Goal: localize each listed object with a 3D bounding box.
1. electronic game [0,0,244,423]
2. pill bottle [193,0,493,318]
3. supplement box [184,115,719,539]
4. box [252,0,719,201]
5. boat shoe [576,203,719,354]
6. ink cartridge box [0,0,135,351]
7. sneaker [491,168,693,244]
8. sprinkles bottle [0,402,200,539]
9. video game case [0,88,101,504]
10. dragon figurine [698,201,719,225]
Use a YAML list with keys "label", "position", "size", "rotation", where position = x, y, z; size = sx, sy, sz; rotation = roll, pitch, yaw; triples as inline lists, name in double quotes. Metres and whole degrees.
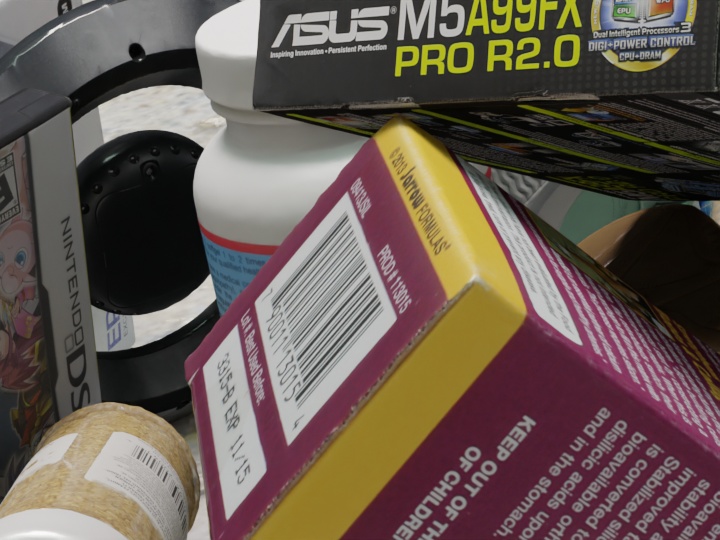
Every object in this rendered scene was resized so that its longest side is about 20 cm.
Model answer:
- label: "electronic game"
  position: [-0.090, -0.020, 0.866]
  size: [0.200, 0.200, 0.042]
  rotation: [-23, 36, -25]
- label: "pill bottle"
  position: [0.000, 0.000, 0.775]
  size: [0.109, 0.200, 0.109]
  rotation: [-10, 23, 4]
- label: "supplement box"
  position: [0.061, 0.068, 0.570]
  size: [0.103, 0.200, 0.131]
  rotation: [-50, 18, 11]
- label: "box"
  position: [0.092, -0.055, 0.634]
  size: [0.160, 0.044, 0.200]
  rotation: [2, -5, 41]
- label: "boat shoe"
  position: [0.119, 0.026, 0.713]
  size: [0.071, 0.065, 0.200]
  rotation: [-41, 19, -12]
- label: "ink cartridge box"
  position: [-0.167, -0.012, 0.883]
  size: [0.041, 0.200, 0.200]
  rotation: [6, 28, 23]
- label: "sneaker"
  position: [0.099, -0.056, 0.880]
  size: [0.118, 0.201, 0.074]
  rotation: [-22, 51, -38]
- label: "sprinkles bottle"
  position: [-0.093, 0.096, 0.706]
  size: [0.068, 0.068, 0.200]
  rotation: [-11, 7, 1]
- label: "video game case"
  position: [-0.163, 0.054, 0.750]
  size: [0.025, 0.181, 0.200]
  rotation: [15, 33, 27]
- label: "dragon figurine"
  position: [0.165, 0.001, 0.863]
  size: [0.059, 0.100, 0.200]
  rotation: [-6, -14, 20]
